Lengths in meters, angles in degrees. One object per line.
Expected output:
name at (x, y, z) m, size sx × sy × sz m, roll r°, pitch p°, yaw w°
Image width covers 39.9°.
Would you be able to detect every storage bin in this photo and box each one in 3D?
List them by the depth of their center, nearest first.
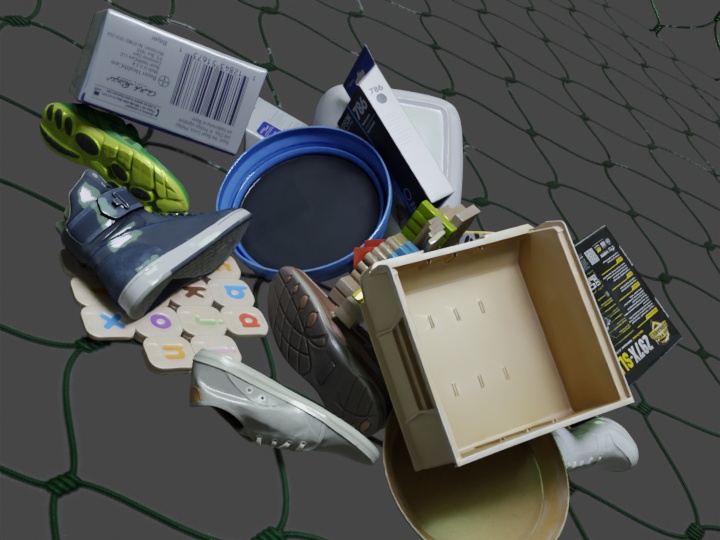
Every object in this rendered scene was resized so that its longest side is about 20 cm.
storage bin at (0.123, 0.065, 0.941) m, size 0.198 × 0.094 × 0.200 m, roll -14°, pitch 79°, yaw -25°

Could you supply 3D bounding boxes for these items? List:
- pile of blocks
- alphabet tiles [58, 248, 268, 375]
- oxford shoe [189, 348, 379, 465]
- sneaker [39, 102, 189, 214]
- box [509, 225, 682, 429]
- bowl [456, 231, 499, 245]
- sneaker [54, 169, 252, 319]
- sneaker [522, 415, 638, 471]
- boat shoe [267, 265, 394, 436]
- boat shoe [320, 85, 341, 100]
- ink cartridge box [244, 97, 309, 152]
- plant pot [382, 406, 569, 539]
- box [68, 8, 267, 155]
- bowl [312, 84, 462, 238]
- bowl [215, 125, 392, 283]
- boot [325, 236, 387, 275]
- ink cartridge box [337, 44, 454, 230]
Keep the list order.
pile of blocks at (0.038, -0.024, 1.025) m, size 0.062 × 0.082 × 0.200 m, roll 43°, pitch 59°, yaw 12°
alphabet tiles at (-0.195, 0.025, 0.990) m, size 0.194 × 0.015 × 0.201 m, roll 1°, pitch 43°, yaw -37°
oxford shoe at (-0.073, 0.139, 0.907) m, size 0.199 × 0.075 × 0.058 m, roll 30°, pitch 72°, yaw -18°
sneaker at (-0.258, -0.128, 1.089) m, size 0.199 × 0.074 × 0.084 m, roll 38°, pitch 36°, yaw 10°
box at (0.253, 0.057, 1.098) m, size 0.199 × 0.049 × 0.160 m, roll -30°, pitch 85°, yaw -40°
bowl at (0.138, 0.013, 1.186) m, size 0.199 × 0.095 × 0.201 m, roll 3°, pitch -5°, yaw 0°
sneaker at (-0.209, -0.051, 0.996) m, size 0.146 × 0.077 × 0.202 m, roll 40°, pitch 35°, yaw 10°
sneaker at (0.214, 0.196, 1.074) m, size 0.199 × 0.075 × 0.100 m, roll 21°, pitch 53°, yaw -18°
boat shoe at (-0.026, 0.080, 1.013) m, size 0.071 × 0.076 × 0.201 m, roll -7°, pitch 57°, yaw -50°
boat shoe at (-0.026, -0.223, 1.401) m, size 0.070 × 0.071 × 0.200 m, roll 27°, pitch 11°, yaw -5°
ink cartridge box at (-0.080, -0.155, 1.299) m, size 0.199 × 0.039 × 0.100 m, roll 31°, pitch 32°, yaw -4°
plant pot at (0.109, 0.195, 0.962) m, size 0.198 × 0.028 × 0.201 m, roll 12°, pitch 52°, yaw -16°
box at (-0.227, -0.217, 1.139) m, size 0.183 × 0.106 × 0.200 m, roll 18°, pitch 7°, yaw -21°
bowl at (0.040, -0.141, 1.234) m, size 0.198 × 0.075 × 0.202 m, roll 8°, pitch 71°, yaw -13°
bowl at (-0.062, -0.073, 1.113) m, size 0.199 × 0.039 × 0.202 m, roll -4°, pitch 58°, yaw 7°
boot at (0.000, 0.000, 1.151) m, size 0.199 × 0.098 × 0.075 m, roll 21°, pitch 31°, yaw 32°
ink cartridge box at (0.028, -0.148, 1.139) m, size 0.039 × 0.100 × 0.201 m, roll -26°, pitch 79°, yaw -23°
